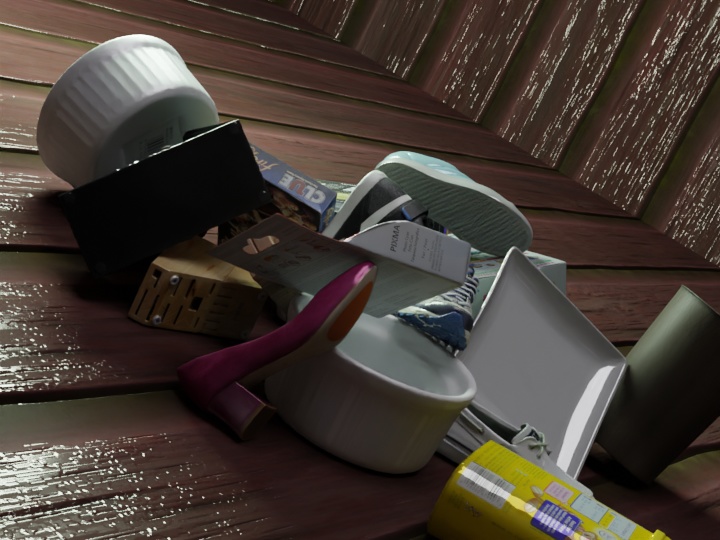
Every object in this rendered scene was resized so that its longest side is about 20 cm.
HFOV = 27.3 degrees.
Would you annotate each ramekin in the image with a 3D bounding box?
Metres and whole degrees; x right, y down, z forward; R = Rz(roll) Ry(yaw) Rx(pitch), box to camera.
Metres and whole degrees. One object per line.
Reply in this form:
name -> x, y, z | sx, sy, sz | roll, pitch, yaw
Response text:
ramekin -> -0.259, -0.158, 1.696 | 0.098, 0.201, 0.200 | 45, 22, 31
ramekin -> 0.004, 0.111, 1.442 | 0.200, 0.098, 0.201 | 25, 14, -7

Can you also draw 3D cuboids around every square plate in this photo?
square plate -> 0.190, 0.108, 1.612 | 0.200, 0.028, 0.198 | 44, 53, -16

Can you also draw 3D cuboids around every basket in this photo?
basket -> 0.359, 0.137, 1.717 | 0.136, 0.200, 0.180 | 44, 7, 23

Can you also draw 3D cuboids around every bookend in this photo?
bookend -> -0.223, -0.074, 1.552 | 0.198, 0.092, 0.200 | -25, 10, -17

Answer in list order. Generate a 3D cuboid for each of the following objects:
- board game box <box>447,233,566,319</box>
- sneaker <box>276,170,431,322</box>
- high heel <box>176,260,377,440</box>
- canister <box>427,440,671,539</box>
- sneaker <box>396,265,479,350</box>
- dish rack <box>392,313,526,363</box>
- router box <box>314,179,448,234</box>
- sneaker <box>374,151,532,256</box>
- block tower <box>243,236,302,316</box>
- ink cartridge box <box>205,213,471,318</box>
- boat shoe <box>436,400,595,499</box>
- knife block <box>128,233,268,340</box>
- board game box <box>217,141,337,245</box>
board game box -> 0.124, 0.009, 1.748 | 0.147, 0.064, 0.200 | -9, 15, -30
sneaker -> 0.000, 0.000, 1.628 | 0.112, 0.200, 0.073 | 38, 11, 16
high heel -> -0.075, 0.051, 1.333 | 0.096, 0.200, 0.067 | 40, 2, 22
canister -> 0.172, 0.240, 1.319 | 0.200, 0.087, 0.148 | 29, 15, 15
sneaker -> 0.085, 0.026, 1.552 | 0.077, 0.085, 0.200 | 29, 0, -9
dish rack -> 0.072, 0.085, 1.672 | 0.171, 0.044, 0.200 | 5, 14, -36
router box -> -0.015, -0.065, 1.802 | 0.200, 0.052, 0.157 | 10, 17, 31
sneaker -> 0.116, -0.089, 1.733 | 0.200, 0.074, 0.082 | 29, 32, 2
block tower -> -0.056, 0.026, 1.542 | 0.058, 0.054, 0.200 | 60, 5, 38
ink cartridge box -> -0.022, -0.018, 1.388 | 0.200, 0.047, 0.160 | 21, -22, -24
boat shoe -> 0.159, 0.188, 1.505 | 0.200, 0.067, 0.074 | 27, 15, 0
knife block -> -0.185, -0.001, 1.564 | 0.200, 0.064, 0.176 | 12, 20, -44
board game box -> -0.099, -0.054, 1.694 | 0.135, 0.200, 0.035 | 30, 60, 12
